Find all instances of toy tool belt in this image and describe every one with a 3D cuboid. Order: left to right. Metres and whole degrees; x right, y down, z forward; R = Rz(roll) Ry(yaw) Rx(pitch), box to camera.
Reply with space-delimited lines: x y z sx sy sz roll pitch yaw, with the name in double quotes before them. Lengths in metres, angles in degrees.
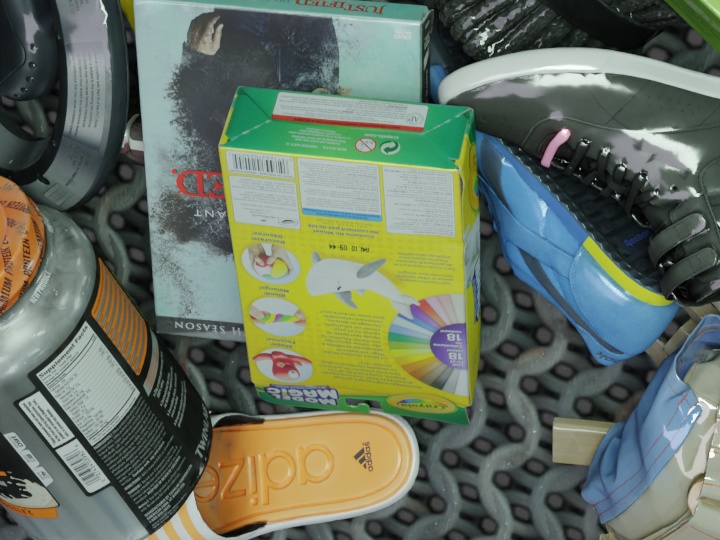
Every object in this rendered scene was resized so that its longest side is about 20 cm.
"toy tool belt" 0.170 0.069 1.247 0.123 0.125 0.200 37 139 9

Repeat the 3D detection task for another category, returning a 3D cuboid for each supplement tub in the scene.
"supplement tub" -0.169 0.049 1.322 0.122 0.123 0.200 -5 139 25

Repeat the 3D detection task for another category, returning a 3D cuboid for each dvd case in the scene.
"dvd case" -0.037 -0.047 1.273 0.146 0.022 0.200 6 126 9

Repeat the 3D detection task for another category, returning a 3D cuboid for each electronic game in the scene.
"electronic game" -0.178 -0.128 1.317 0.200 0.042 0.200 28 126 48

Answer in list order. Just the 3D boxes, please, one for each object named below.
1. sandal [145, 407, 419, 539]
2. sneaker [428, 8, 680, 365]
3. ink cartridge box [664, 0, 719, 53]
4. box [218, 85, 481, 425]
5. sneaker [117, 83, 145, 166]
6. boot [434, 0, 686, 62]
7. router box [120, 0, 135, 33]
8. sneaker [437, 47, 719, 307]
"sandal" -0.070 0.110 1.400 0.207 0.059 0.079 -15 75 24
"sneaker" 0.080 -0.040 1.255 0.200 0.066 0.078 53 135 16
"ink cartridge box" 0.178 -0.214 1.085 0.148 0.076 0.200 45 90 6
"box" 0.000 0.000 1.235 0.117 0.048 0.200 6 137 9
"sneaker" -0.056 -0.038 1.331 0.200 0.076 0.116 1 116 22
"boot" 0.154 -0.126 1.194 0.211 0.079 0.158 36 122 5
"router box" -0.051 -0.206 1.262 0.200 0.051 0.149 -22 104 29
"sneaker" 0.131 -0.040 1.179 0.200 0.099 0.071 10 160 -7
